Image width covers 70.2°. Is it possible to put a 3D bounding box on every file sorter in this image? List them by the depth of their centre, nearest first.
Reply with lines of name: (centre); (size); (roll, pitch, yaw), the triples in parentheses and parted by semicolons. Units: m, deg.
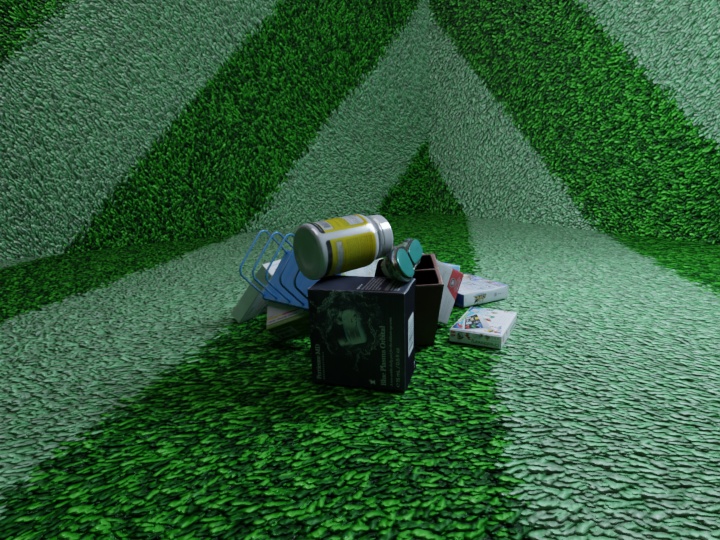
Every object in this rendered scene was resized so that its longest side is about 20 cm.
file sorter: (-0.162, -0.005, 1.186); (0.197, 0.140, 0.123); (9, -26, 37)

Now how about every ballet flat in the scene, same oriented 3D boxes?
ballet flat: (0.078, -0.013, 1.038); (0.073, 0.076, 0.200); (3, 13, 19)

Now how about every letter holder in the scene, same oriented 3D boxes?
letter holder: (0.103, 0.073, 1.178); (0.139, 0.202, 0.102); (-4, 44, -5)

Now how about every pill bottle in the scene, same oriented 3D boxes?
pill bottle: (-0.033, -0.056, 1.082); (0.198, 0.117, 0.113); (-14, 18, -36)

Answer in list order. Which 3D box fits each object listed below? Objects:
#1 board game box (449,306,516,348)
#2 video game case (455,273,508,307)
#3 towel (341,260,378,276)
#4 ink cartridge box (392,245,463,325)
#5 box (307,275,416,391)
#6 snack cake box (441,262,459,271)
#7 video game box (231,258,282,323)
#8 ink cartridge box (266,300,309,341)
board game box: (0.311, 0.139, 1.285); (0.124, 0.035, 0.199); (6, 14, 27)
video game case: (0.329, 0.061, 1.613); (0.178, 0.046, 0.199); (-10, 15, -27)
towel: (0.000, 0.000, 1.372); (0.048, 0.172, 0.201); (-20, 22, 39)
ink cartridge box: (0.152, 0.038, 1.328); (0.198, 0.149, 0.083); (24, -5, -29)
box: (0.007, 0.121, 1.029); (0.196, 0.201, 0.117); (2, 14, 16)
snack cake box: (0.201, 0.005, 1.565); (0.113, 0.069, 0.199); (4, 6, -22)
video game box: (-0.250, 0.047, 1.445); (0.047, 0.201, 0.181); (47, 30, 15)
ink cartridge box: (-0.152, 0.054, 1.273); (0.146, 0.203, 0.076); (-20, -37, 21)
